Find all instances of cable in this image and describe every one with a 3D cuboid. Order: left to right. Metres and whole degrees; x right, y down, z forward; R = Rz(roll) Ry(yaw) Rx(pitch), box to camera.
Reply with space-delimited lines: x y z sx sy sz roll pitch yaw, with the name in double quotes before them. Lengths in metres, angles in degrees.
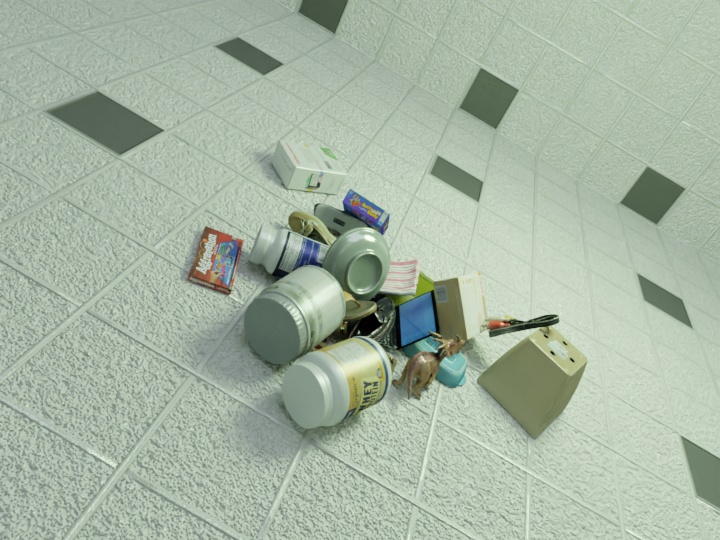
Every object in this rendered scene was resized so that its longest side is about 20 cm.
"cable" 0.400 0.131 1.616 0.096 0.197 0.052 -19 93 -52

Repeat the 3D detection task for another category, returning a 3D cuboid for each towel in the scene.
"towel" 0.082 0.014 1.691 0.142 0.031 0.201 2 22 8

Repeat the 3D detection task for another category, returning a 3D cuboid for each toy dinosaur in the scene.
"toy dinosaur" 0.148 0.209 1.450 0.085 0.137 0.199 39 34 16

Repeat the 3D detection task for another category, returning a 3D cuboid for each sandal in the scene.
"sandal" -0.059 0.073 1.476 0.195 0.055 0.080 9 29 21

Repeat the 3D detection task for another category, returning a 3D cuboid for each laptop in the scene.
"laptop" 0.081 0.099 1.574 0.196 0.104 0.179 23 29 -12

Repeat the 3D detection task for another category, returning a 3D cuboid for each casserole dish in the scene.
"casserole dish" 0.188 0.206 1.583 0.198 0.039 0.121 37 32 11

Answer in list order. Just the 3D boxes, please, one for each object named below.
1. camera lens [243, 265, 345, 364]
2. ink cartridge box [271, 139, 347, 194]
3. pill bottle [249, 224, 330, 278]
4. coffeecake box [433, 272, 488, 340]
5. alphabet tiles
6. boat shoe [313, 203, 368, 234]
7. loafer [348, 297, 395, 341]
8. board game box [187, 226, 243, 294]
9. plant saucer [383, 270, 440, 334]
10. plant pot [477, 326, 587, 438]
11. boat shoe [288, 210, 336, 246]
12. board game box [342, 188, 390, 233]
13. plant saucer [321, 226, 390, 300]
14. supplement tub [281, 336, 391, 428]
"camera lens" -0.135 0.091 1.359 0.159 0.162 0.199 37 32 12
"ink cartridge box" -0.161 -0.320 1.979 0.197 0.085 0.146 2 41 -38
"pill bottle" -0.165 -0.032 1.548 0.196 0.117 0.117 22 32 -13
"coffeecake box" 0.266 0.093 1.655 0.199 0.072 0.158 -7 88 -63
"alphabet tiles" -0.009 0.187 1.476 0.197 0.008 0.168 32 31 1
"boat shoe" -0.047 -0.138 1.831 0.198 0.071 0.064 31 12 -17
"loafer" 0.027 0.125 1.469 0.071 0.064 0.201 21 47 21
"board game box" -0.337 -0.027 1.492 0.101 0.020 0.202 19 34 -15
"plant saucer" 0.181 0.080 1.743 0.198 0.048 0.200 34 32 7
"plant pot" 0.452 0.256 1.598 0.200 0.179 0.198 44 34 22
"boat shoe" -0.120 -0.084 1.702 0.200 0.074 0.063 42 28 5
"board game box" 0.017 -0.160 1.839 0.133 0.045 0.200 33 -5 4
"plant saucer" 0.000 0.000 1.527 0.196 0.205 0.050 5 17 -34
"supplement tub" -0.046 0.222 1.266 0.198 0.146 0.145 -13 51 -48
